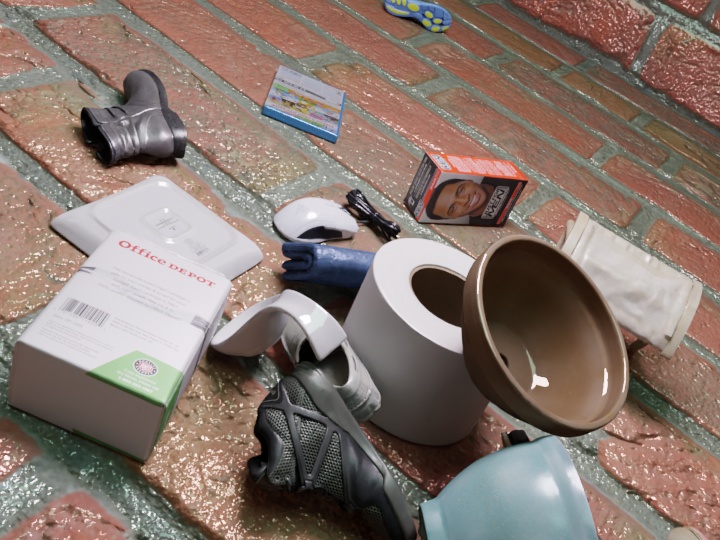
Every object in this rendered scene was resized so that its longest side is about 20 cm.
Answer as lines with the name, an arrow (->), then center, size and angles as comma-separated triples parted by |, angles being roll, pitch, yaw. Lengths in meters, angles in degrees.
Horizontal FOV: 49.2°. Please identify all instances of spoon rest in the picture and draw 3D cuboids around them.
spoon rest -> -0.093, 0.053, 0.827 | 0.099, 0.198, 0.062 | -38, 110, -32

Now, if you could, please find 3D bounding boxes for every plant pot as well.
plant pot -> 0.166, 0.075, 0.788 | 0.197, 0.093, 0.205 | 20, 52, -27
plant pot -> 0.121, 0.257, 0.687 | 0.130, 0.204, 0.203 | -7, 38, -2

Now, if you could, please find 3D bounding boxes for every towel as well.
towel -> 0.000, 0.000, 1.025 | 0.196, 0.050, 0.111 | 8, -2, -31

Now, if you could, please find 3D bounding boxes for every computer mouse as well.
computer mouse -> -0.037, -0.080, 1.153 | 0.197, 0.044, 0.110 | -9, 48, -42

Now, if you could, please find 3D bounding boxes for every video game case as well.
video game case -> -0.100, -0.311, 1.454 | 0.140, 0.018, 0.202 | 21, 33, -10

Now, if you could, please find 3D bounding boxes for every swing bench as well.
swing bench -> 0.370, 0.019, 1.148 | 0.196, 0.132, 0.200 | 32, 0, 7

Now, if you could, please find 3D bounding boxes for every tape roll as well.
tape roll -> 0.080, 0.080, 0.925 | 0.198, 0.141, 0.205 | 19, 33, -12

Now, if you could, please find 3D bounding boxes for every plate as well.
plate -> -0.241, -0.046, 0.975 | 0.198, 0.033, 0.199 | 35, 33, 12

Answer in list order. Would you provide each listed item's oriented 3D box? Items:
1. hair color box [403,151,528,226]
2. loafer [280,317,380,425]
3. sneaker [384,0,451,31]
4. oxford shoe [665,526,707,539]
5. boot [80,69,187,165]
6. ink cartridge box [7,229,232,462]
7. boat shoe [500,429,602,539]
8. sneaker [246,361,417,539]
hair color box -> 0.179, -0.135, 1.328 | 0.196, 0.103, 0.062 | 0, 40, -33
loafer -> -0.044, 0.087, 0.861 | 0.070, 0.070, 0.200 | -39, 41, -9
sneaker -> 0.160, -0.714, 2.144 | 0.195, 0.072, 0.084 | 17, 40, -9
oxford shoe -> 0.330, 0.340, 0.807 | 0.072, 0.072, 0.201 | 22, 33, -1
boot -> -0.341, -0.228, 1.129 | 0.129, 0.071, 0.201 | -9, 42, -35
ink cartridge box -> -0.228, 0.065, 0.779 | 0.143, 0.086, 0.201 | 24, 33, -3
boat shoe -> 0.209, 0.253, 0.824 | 0.062, 0.074, 0.204 | -25, 53, -2
sneaker -> -0.034, 0.200, 0.749 | 0.113, 0.076, 0.201 | -37, 90, -20
